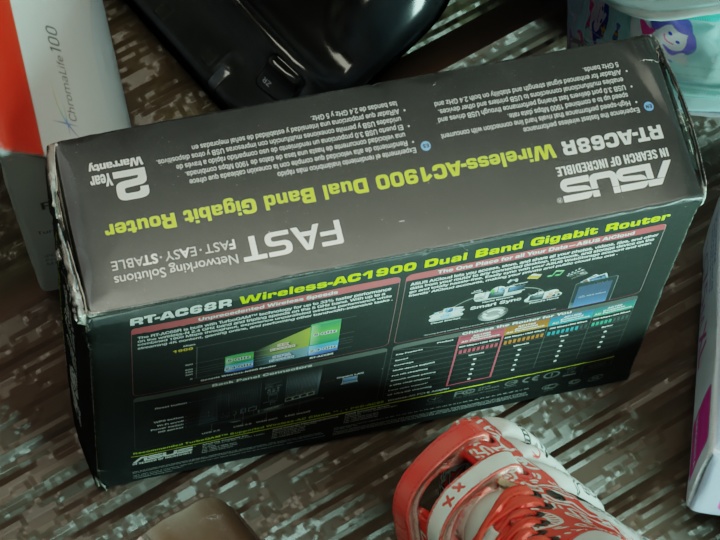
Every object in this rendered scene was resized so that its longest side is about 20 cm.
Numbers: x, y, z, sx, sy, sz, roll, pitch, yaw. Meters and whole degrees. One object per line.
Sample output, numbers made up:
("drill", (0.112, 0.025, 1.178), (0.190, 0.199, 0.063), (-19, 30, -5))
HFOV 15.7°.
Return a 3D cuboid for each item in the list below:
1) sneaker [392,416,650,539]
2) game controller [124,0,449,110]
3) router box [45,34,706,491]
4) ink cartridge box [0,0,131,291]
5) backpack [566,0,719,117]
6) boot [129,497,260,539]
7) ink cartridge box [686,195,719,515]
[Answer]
("sneaker", (0.047, 0.094, 0.796), (0.108, 0.201, 0.067), (39, 95, 19))
("game controller", (-0.056, -0.143, 0.965), (0.104, 0.042, 0.200), (-40, 74, -6))
("router box", (0.000, 0.000, 0.852), (0.199, 0.150, 0.062), (-11, 67, -10))
("ink cartridge box", (-0.107, -0.102, 0.840), (0.047, 0.200, 0.161), (-12, 71, -6))
("backpack", (0.147, -0.135, 0.896), (0.177, 0.200, 0.151), (-10, 100, -9))
("boot", (0.011, 0.148, 0.772), (0.064, 0.186, 0.200), (-46, 74, -2))
("ink cartridge box", (0.215, 0.042, 0.896), (0.199, 0.042, 0.120), (11, 50, -2))
